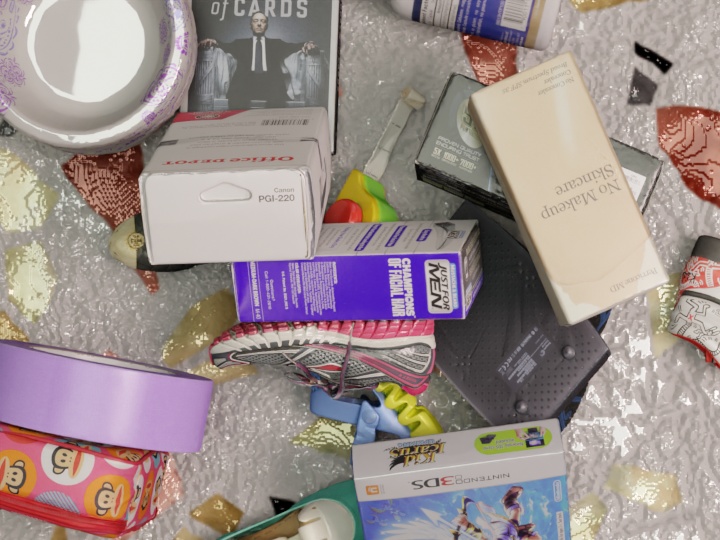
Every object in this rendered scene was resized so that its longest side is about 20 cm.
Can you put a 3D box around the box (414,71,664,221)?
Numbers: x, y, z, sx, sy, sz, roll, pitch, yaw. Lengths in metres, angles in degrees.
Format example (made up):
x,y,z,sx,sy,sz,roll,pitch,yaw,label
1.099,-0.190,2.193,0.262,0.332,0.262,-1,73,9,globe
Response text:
x,y,z,sx,sy,sz,roll,pitch,yaw,label
0.154,-0.088,1.422,0.199,0.164,0.087,23,89,4,box

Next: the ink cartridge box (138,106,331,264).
x,y,z,sx,sy,sz,roll,pitch,yaw,label
-0.103,-0.077,1.401,0.144,0.200,0.086,-2,109,4,ink cartridge box

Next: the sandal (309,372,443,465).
x,y,z,sx,sy,sz,roll,pitch,yaw,label
-0.015,0.102,1.466,0.087,0.079,0.200,-40,84,4,sandal

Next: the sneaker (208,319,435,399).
x,y,z,sx,sy,sz,roll,pitch,yaw,label
-0.034,0.074,1.391,0.198,0.081,0.075,-1,101,8,sneaker

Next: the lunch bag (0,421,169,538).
x,y,z,sx,sy,sz,roll,pitch,yaw,label
-0.268,0.172,1.411,0.175,0.200,0.083,15,87,6,lunch bag

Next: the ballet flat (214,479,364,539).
x,y,z,sx,sy,sz,roll,pitch,yaw,label
-0.064,0.250,1.462,0.199,0.070,0.068,-24,86,1,ballet flat

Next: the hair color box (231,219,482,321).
x,y,z,sx,sy,sz,roll,pitch,yaw,label
0.000,0.000,1.386,0.198,0.109,0.065,-3,106,14,hair color box

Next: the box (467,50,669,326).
x,y,z,sx,sy,sz,roll,pitch,yaw,label
0.166,-0.064,1.300,0.094,0.078,0.201,-24,86,1,box

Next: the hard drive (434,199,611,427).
x,y,z,sx,sy,sz,roll,pitch,yaw,label
0.125,0.048,1.430,0.135,0.042,0.200,-52,59,17,hard drive

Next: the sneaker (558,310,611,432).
x,y,z,sx,sy,sz,roll,pitch,yaw,label
0.168,0.076,1.469,0.077,0.076,0.201,22,91,31,sneaker

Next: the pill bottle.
x,y,z,sx,sy,sz,roll,pitch,yaw,label
0.087,-0.279,1.457,0.198,0.120,0.121,14,88,4,pill bottle

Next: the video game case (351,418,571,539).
x,y,z,sx,sy,sz,roll,pitch,yaw,label
0.093,0.226,1.409,0.180,0.046,0.201,-7,128,3,video game case

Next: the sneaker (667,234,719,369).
x,y,z,sx,sy,sz,roll,pitch,yaw,label
0.379,0.054,1.453,0.200,0.067,0.109,22,89,7,sneaker

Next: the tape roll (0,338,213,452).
x,y,z,sx,sy,sz,roll,pitch,yaw,label
-0.232,0.109,1.412,0.198,0.200,0.066,10,88,3,tape roll

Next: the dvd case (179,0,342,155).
x,y,z,sx,sy,sz,roll,pitch,yaw,label
-0.093,-0.211,1.510,0.149,0.025,0.202,2,88,3,dvd case

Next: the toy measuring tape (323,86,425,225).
x,y,z,sx,sy,sz,roll,pitch,yaw,label
0.020,-0.069,1.471,0.073,0.074,0.201,29,91,4,toy measuring tape

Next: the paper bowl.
x,y,z,sx,sy,sz,roll,pitch,yaw,label
-0.248,-0.207,1.476,0.199,0.104,0.203,0,87,5,paper bowl

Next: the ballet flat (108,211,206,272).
x,y,z,sx,sy,sz,roll,pitch,yaw,label
-0.137,-0.038,1.486,0.198,0.057,0.067,-7,86,2,ballet flat
